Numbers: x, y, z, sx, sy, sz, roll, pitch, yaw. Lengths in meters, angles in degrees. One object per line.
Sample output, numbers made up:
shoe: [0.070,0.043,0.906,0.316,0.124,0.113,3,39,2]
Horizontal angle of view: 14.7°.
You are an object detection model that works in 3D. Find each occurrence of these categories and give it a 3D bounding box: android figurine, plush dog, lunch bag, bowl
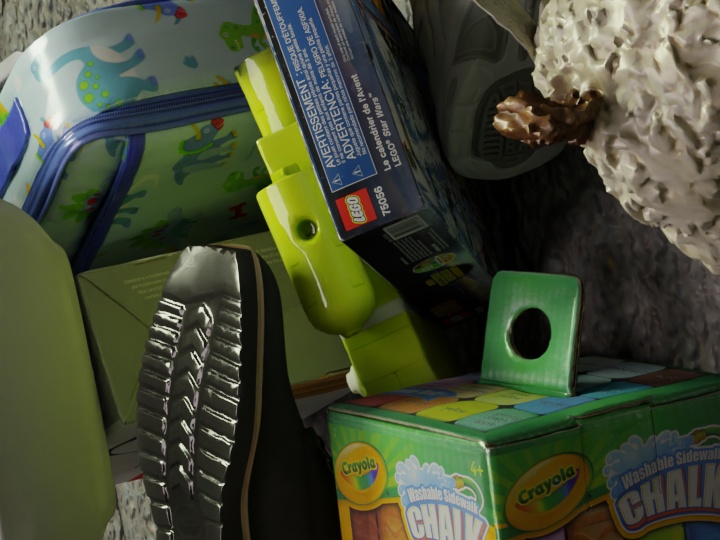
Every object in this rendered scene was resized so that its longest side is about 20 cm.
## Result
android figurine: [0.000,0.000,1.228,0.182,0.041,0.201,9,-121,-82]
plush dog: [0.144,-0.093,0.922,0.172,0.160,0.201,-40,64,30]
lunch bag: [-0.108,-0.052,1.359,0.083,0.160,0.200,67,149,21]
bowl: [-0.179,0.062,1.297,0.200,0.074,0.201,-20,82,62]

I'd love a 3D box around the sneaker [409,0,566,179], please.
sneaker: [0.053,-0.137,1.123,0.100,0.078,0.201,58,145,39]

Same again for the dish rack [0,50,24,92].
dish rack: [-0.181,-0.020,1.632,0.172,0.043,0.201,-24,80,62]

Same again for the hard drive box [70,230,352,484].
hard drive box: [-0.092,0.048,1.375,0.200,0.155,0.077,-34,71,61]

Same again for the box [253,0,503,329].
box: [0.008,-0.060,1.153,0.200,0.040,0.137,42,-152,-73]

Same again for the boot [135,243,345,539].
boot: [-0.018,0.087,1.179,0.077,0.138,0.201,15,105,54]

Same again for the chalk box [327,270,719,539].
chalk box: [0.072,0.102,1.123,0.125,0.123,0.201,5,105,59]
